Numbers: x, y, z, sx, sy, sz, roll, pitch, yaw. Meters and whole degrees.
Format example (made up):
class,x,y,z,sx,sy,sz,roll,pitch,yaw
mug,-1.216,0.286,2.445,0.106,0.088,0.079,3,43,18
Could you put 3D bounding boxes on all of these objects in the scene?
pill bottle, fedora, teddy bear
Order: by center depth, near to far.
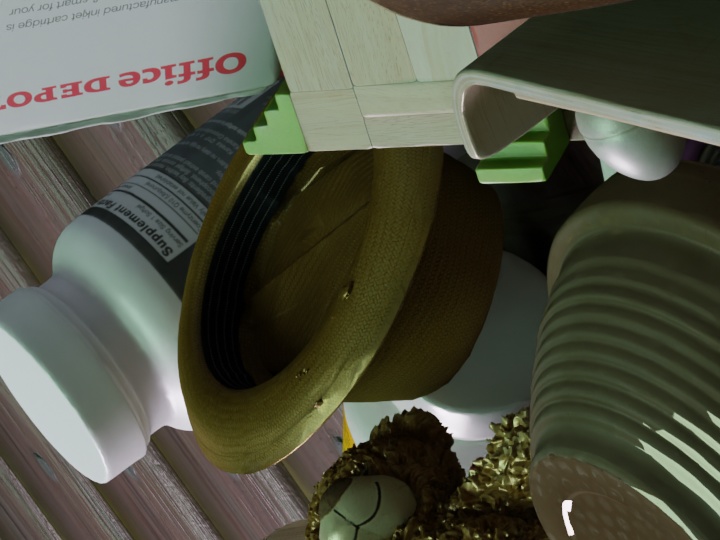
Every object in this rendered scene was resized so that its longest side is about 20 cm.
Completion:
class,x,y,z,sx,sy,sz,roll,pitch,yaw
teddy bear,0.049,0.126,1.057,0.200,0.067,0.145,52,125,29
fedora,0.000,0.000,1.150,0.082,0.201,0.201,20,175,-26
pill bottle,0.048,0.073,1.293,0.113,0.113,0.200,45,159,21
pill bottle,-0.068,0.001,1.298,0.116,0.200,0.116,45,160,21

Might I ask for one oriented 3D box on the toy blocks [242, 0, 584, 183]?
class,x,y,z,sx,sy,sz,roll,pitch,yaw
toy blocks,0.039,-0.113,0.946,0.200,0.100,0.137,-1,125,27

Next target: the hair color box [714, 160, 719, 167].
class,x,y,z,sx,sy,sz,roll,pitch,yaw
hair color box,0.205,0.013,0.897,0.200,0.061,0.100,24,148,55

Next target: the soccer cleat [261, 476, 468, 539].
class,x,y,z,sx,sy,sz,roll,pitch,yaw
soccer cleat,0.016,0.122,1.162,0.069,0.200,0.078,67,162,4

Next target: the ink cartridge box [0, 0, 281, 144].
class,x,y,z,sx,sy,sz,roll,pitch,yaw
ink cartridge box,-0.110,-0.157,1.127,0.200,0.145,0.083,91,163,-48

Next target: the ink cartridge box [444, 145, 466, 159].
class,x,y,z,sx,sy,sz,roll,pitch,yaw
ink cartridge box,0.009,-0.122,1.150,0.099,0.039,0.200,46,160,20

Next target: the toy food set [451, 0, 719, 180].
class,x,y,z,sx,sy,sz,roll,pitch,yaw
toy food set,0.133,-0.063,0.802,0.200,0.143,0.060,21,143,57

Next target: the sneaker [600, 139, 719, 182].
class,x,y,z,sx,sy,sz,roll,pitch,yaw
sneaker,0.134,0.012,1.038,0.200,0.075,0.100,58,159,-16

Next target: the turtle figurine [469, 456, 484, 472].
class,x,y,z,sx,sy,sz,roll,pitch,yaw
turtle figurine,0.152,0.111,1.106,0.200,0.064,0.161,22,-179,34

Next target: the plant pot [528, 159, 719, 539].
class,x,y,z,sx,sy,sz,roll,pitch,yaw
plant pot,0.123,0.069,0.932,0.201,0.093,0.201,38,156,21

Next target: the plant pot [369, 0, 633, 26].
class,x,y,z,sx,sy,sz,roll,pitch,yaw
plant pot,0.098,-0.153,0.711,0.200,0.187,0.187,6,133,45
